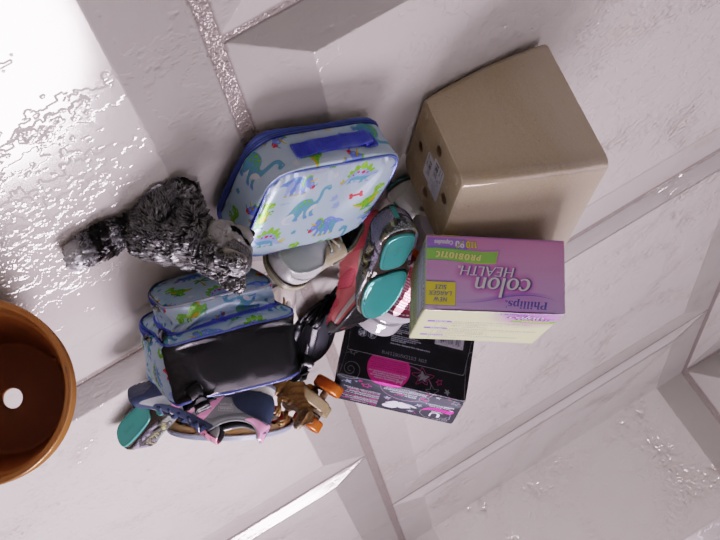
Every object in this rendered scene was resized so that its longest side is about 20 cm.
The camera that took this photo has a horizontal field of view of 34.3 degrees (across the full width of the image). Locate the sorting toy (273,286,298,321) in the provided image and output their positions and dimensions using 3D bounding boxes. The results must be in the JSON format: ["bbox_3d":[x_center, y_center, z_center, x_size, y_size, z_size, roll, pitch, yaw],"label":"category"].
[{"bbox_3d":[-0.157,0.105,1.670,0.180,0.107,0.200,-46,161,-20],"label":"sorting toy"}]

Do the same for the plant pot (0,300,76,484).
[{"bbox_3d":[-0.405,0.140,1.302,0.199,0.201,0.140,-31,172,-5],"label":"plant pot"}]

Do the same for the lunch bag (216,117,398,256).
[{"bbox_3d":[-0.061,-0.104,1.383,0.199,0.083,0.161,-15,151,-35],"label":"lunch bag"}]

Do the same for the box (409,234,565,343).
[{"bbox_3d":[0.159,0.028,1.520,0.175,0.097,0.200,3,167,-2],"label":"box"}]

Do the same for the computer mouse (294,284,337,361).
[{"bbox_3d":[-0.071,0.103,1.744,0.140,0.046,0.200,-42,169,-48],"label":"computer mouse"}]

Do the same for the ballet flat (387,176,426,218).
[{"bbox_3d":[0.128,-0.112,1.620,0.199,0.070,0.070,-20,153,-29],"label":"ballet flat"}]

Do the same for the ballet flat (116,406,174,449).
[{"bbox_3d":[-0.281,0.193,1.679,0.072,0.072,0.200,-7,151,-45],"label":"ballet flat"}]

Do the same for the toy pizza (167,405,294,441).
[{"bbox_3d":[-0.198,0.223,1.769,0.199,0.032,0.200,-1,-175,0],"label":"toy pizza"}]

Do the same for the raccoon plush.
[{"bbox_3d":[-0.214,-0.009,1.303,0.199,0.134,0.097,-32,157,-3],"label":"raccoon plush"}]

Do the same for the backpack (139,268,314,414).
[{"bbox_3d":[-0.184,0.074,1.456,0.182,0.148,0.200,-15,-168,-24],"label":"backpack"}]

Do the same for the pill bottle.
[{"bbox_3d":[0.066,0.003,1.701,0.113,0.113,0.200,-10,146,-42],"label":"pill bottle"}]

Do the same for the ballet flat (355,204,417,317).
[{"bbox_3d":[0.030,-0.017,1.515,0.072,0.072,0.201,-21,153,-25],"label":"ballet flat"}]

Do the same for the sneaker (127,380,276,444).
[{"bbox_3d":[-0.212,0.186,1.533,0.199,0.083,0.070,-1,161,8],"label":"sneaker"}]

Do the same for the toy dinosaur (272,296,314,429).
[{"bbox_3d":[-0.106,0.150,1.603,0.106,0.201,0.060,-34,140,15],"label":"toy dinosaur"}]

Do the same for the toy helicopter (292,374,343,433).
[{"bbox_3d":[-0.105,0.190,1.825,0.079,0.132,0.200,-59,178,-11],"label":"toy helicopter"}]

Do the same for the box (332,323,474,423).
[{"bbox_3d":[0.066,0.143,1.820,0.199,0.133,0.115,13,153,-2],"label":"box"}]

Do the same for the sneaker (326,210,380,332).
[{"bbox_3d":[0.000,0.000,1.640,0.074,0.087,0.201,-9,139,-50],"label":"sneaker"}]

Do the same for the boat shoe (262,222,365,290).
[{"bbox_3d":[-0.057,-0.034,1.488,0.068,0.075,0.200,-37,-179,27],"label":"boat shoe"}]

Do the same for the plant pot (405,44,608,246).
[{"bbox_3d":[0.169,-0.140,1.489,0.176,0.201,0.200,-10,150,-18],"label":"plant pot"}]
